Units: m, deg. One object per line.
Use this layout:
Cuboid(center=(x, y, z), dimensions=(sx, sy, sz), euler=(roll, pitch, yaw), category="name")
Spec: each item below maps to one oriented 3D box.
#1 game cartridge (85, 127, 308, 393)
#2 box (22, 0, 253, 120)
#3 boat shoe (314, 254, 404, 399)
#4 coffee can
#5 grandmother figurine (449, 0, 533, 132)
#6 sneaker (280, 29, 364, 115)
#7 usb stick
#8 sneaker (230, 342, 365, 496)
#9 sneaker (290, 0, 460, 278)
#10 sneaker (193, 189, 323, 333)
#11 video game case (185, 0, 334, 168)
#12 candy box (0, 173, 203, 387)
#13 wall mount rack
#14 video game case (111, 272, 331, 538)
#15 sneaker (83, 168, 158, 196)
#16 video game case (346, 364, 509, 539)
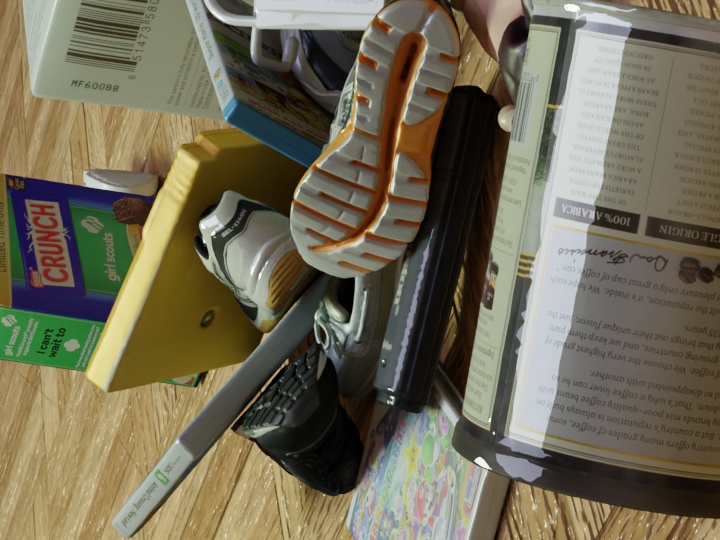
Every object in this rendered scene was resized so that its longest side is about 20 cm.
Cuboid(center=(-0.102, -0.013, 1.599), dimensions=(0.032, 0.176, 0.201), euler=(34, 113, 26), category="game cartridge")
Cuboid(center=(-0.166, -0.259, 1.853), dimensions=(0.172, 0.198, 0.200), euler=(-104, 28, -43), category="box")
Cuboid(center=(0.000, 0.001, 1.460), dimensions=(0.075, 0.064, 0.203), euler=(-101, 22, -45), category="boat shoe")
Cuboid(center=(0.128, -0.008, 0.967), dimensions=(0.146, 0.145, 0.202), euler=(-153, 72, -70), category="coffee can")
Cuboid(center=(0.097, -0.125, 1.252), dimensions=(0.201, 0.060, 0.122), euler=(-111, 6, -50), category="grandmother figurine")
Cuboid(center=(-0.005, -0.200, 1.545), dimensions=(0.114, 0.075, 0.201), euler=(-48, 50, 36), category="sneaker")
Cuboid(center=(0.045, -0.014, 1.361), dimensions=(0.055, 0.032, 0.202), euler=(-170, 94, -68), category="usb stick")
Cuboid(center=(-0.026, 0.104, 1.461), dimensions=(0.076, 0.087, 0.200), euler=(-48, 2, -7), category="sneaker")
Cuboid(center=(0.016, -0.083, 1.346), dimensions=(0.077, 0.078, 0.201), euler=(-76, 9, -60), category="sneaker")
Cuboid(center=(-0.070, -0.015, 1.537), dimensions=(0.076, 0.087, 0.200), euler=(-50, -3, -10), category="sneaker")
Cuboid(center=(-0.049, -0.126, 1.544), dimensions=(0.018, 0.142, 0.201), euler=(-51, 30, 19), category="video game case")
Cuboid(center=(-0.233, 0.007, 1.941), dimensions=(0.170, 0.198, 0.077), euler=(-102, 27, -44), category="candy box")
Cuboid(center=(-0.005, -0.217, 1.470), dimensions=(0.198, 0.074, 0.176), euler=(6, 90, 29), category="wall mount rack")
Cuboid(center=(-0.088, 0.090, 1.582), dimensions=(0.200, 0.022, 0.182), euler=(-48, -1, -32), category="video game case")
Cuboid(center=(-0.240, -0.042, 2.199), dimensions=(0.200, 0.072, 0.116), euler=(-163, 78, -82), category="sneaker")
Cuboid(center=(0.038, 0.141, 1.372), dimensions=(0.200, 0.018, 0.144), euler=(-125, 45, -64), category="video game case")
